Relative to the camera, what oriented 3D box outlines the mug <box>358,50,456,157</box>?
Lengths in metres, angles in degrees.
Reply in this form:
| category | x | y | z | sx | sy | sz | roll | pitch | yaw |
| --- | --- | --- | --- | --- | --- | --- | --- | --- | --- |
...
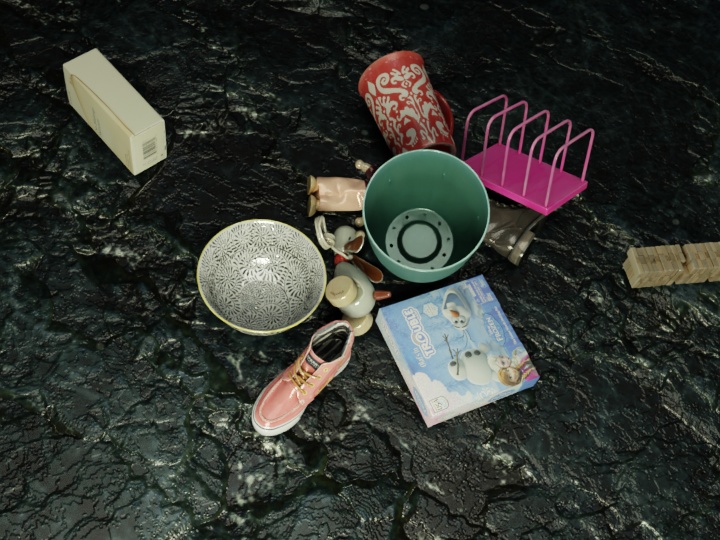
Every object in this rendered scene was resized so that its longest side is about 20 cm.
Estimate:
| category | x | y | z | sx | sy | sz | roll | pitch | yaw |
| --- | --- | --- | --- | --- | --- | --- | --- | --- | --- |
| mug | 0.110 | -0.285 | 1.583 | 0.175 | 0.134 | 0.202 | -14 | 64 | -17 |

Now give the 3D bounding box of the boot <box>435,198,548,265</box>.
| category | x | y | z | sx | sy | sz | roll | pitch | yaw |
| --- | --- | --- | --- | --- | --- | --- | --- | --- | --- |
| boot | 0.243 | -0.112 | 1.534 | 0.173 | 0.070 | 0.200 | 30 | 55 | 13 |

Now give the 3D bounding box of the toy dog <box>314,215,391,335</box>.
| category | x | y | z | sx | sy | sz | roll | pitch | yaw |
| --- | --- | --- | --- | --- | --- | --- | --- | --- | --- |
| toy dog | 0.000 | 0.000 | 1.389 | 0.095 | 0.132 | 0.202 | -16 | 67 | 14 |

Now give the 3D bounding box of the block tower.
| category | x | y | z | sx | sy | sz | roll | pitch | yaw |
| --- | --- | --- | --- | --- | --- | --- | --- | --- | --- |
| block tower | 0.566 | -0.010 | 1.538 | 0.197 | 0.058 | 0.055 | -3 | 58 | -15 |

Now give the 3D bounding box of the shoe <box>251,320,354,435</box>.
| category | x | y | z | sx | sy | sz | roll | pitch | yaw |
| --- | --- | --- | --- | --- | --- | --- | --- | --- | --- |
| shoe | -0.085 | 0.155 | 1.284 | 0.071 | 0.091 | 0.200 | 40 | 59 | 15 |

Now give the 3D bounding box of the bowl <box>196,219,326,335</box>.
| category | x | y | z | sx | sy | sz | roll | pitch | yaw |
| --- | --- | --- | --- | --- | --- | --- | --- | --- | --- |
| bowl | -0.155 | 0.030 | 1.348 | 0.198 | 0.095 | 0.203 | 4 | 57 | -7 |

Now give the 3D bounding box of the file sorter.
| category | x | y | z | sx | sy | sz | roll | pitch | yaw |
| --- | --- | --- | --- | --- | --- | --- | --- | --- | --- |
| file sorter | 0.293 | -0.214 | 1.525 | 0.199 | 0.127 | 0.138 | 30 | 44 | 32 |

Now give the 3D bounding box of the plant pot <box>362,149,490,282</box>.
| category | x | y | z | sx | sy | sz | roll | pitch | yaw |
| --- | --- | --- | --- | --- | --- | --- | --- | --- | --- |
| plant pot | 0.102 | -0.071 | 1.406 | 0.198 | 0.161 | 0.203 | 0 | 73 | 0 |

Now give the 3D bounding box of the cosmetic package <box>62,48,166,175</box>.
| category | x | y | z | sx | sy | sz | roll | pitch | yaw |
| --- | --- | --- | --- | --- | --- | --- | --- | --- | --- |
| cosmetic package | -0.422 | -0.274 | 1.486 | 0.073 | 0.104 | 0.200 | -36 | 69 | -28 |

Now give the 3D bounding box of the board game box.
| category | x | y | z | sx | sy | sz | roll | pitch | yaw |
| --- | --- | --- | --- | --- | --- | --- | --- | --- | --- |
| board game box | 0.154 | 0.123 | 1.379 | 0.197 | 0.044 | 0.201 | -18 | 63 | -19 |

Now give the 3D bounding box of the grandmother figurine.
| category | x | y | z | sx | sy | sz | roll | pitch | yaw |
| --- | --- | --- | --- | --- | --- | --- | --- | --- | --- |
| grandmother figurine | 0.007 | -0.135 | 1.511 | 0.197 | 0.061 | 0.123 | 2 | 85 | -13 |
